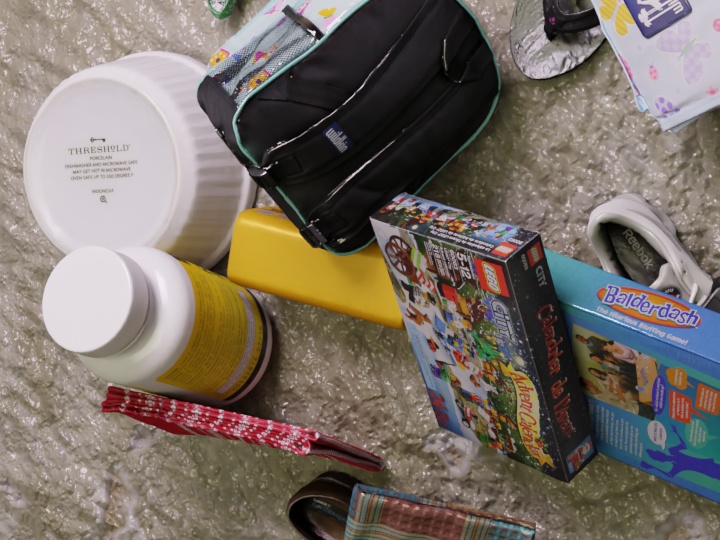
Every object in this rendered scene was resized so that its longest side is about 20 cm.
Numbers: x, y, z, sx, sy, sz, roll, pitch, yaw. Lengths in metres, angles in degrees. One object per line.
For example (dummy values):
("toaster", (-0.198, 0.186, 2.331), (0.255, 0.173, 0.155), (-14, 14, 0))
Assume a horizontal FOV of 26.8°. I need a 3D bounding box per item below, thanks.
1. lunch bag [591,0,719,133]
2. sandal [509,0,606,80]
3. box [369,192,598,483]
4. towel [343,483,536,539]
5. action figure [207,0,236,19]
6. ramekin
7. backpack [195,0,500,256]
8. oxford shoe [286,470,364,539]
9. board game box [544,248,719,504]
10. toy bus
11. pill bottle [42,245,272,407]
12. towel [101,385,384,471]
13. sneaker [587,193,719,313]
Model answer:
("lunch bag", (0.256, -0.205, 1.027), (0.199, 0.127, 0.170), (-24, 90, 18))
("sandal", (0.179, -0.225, 1.116), (0.075, 0.048, 0.200), (48, 111, 13))
("box", (0.090, 0.048, 1.094), (0.136, 0.038, 0.201), (20, 139, 46))
("towel", (0.050, 0.261, 1.179), (0.146, 0.022, 0.201), (11, 122, 4))
("action figure", (-0.110, -0.308, 1.245), (0.118, 0.055, 0.201), (6, 101, 22))
("ramekin", (-0.194, -0.085, 1.281), (0.202, 0.094, 0.203), (3, 97, 25))
("backpack", (-0.004, -0.138, 1.139), (0.200, 0.176, 0.153), (-39, 35, 3))
("oxford shoe", (0.027, 0.229, 1.214), (0.199, 0.084, 0.073), (19, 101, 21))
("board game box", (0.205, 0.080, 1.085), (0.199, 0.045, 0.152), (22, 142, 25))
("toy bus", (0.000, 0.000, 1.206), (0.199, 0.078, 0.065), (15, 101, 23))
("pill bottle", (-0.162, 0.043, 1.209), (0.111, 0.200, 0.112), (-6, 76, 24))
("towel", (-0.096, 0.132, 1.230), (0.199, 0.145, 0.023), (9, 80, 25))
("sneaker", (0.232, 0.030, 1.096), (0.200, 0.088, 0.074), (47, 110, 13))
